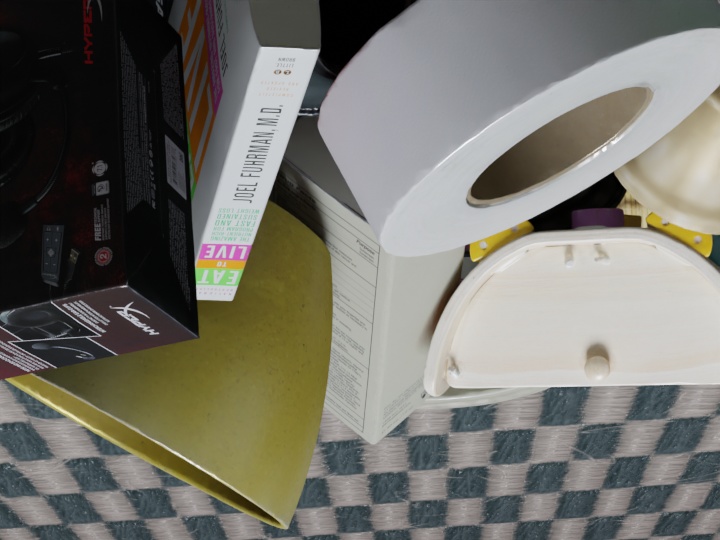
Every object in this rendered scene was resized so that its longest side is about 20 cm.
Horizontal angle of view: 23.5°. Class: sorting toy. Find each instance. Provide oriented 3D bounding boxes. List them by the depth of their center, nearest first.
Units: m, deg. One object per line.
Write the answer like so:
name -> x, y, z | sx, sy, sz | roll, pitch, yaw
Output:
sorting toy -> 0.151, 0.007, 1.049 | 0.199, 0.108, 0.180 | -2, -173, 16

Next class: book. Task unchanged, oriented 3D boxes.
book -> -0.055, -0.092, 0.788 | 0.048, 0.134, 0.200 | 2, 148, -15

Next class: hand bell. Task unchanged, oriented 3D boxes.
hand bell -> 0.211, -0.119, 0.890 | 0.104, 0.105, 0.200 | 4, 143, -18

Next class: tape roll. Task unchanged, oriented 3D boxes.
tape roll -> 0.082, -0.088, 0.844 | 0.202, 0.071, 0.203 | -27, 165, -8

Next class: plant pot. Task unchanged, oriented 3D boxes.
plant pot -> -0.093, 0.028, 0.931 | 0.199, 0.142, 0.200 | 27, 168, 7

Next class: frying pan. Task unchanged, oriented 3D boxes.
frying pan -> 0.104, -0.069, 1.041 | 0.114, 0.031, 0.190 | -13, 148, 2

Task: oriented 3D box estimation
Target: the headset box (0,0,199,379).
headset box -> -0.177, -0.030, 0.755 | 0.199, 0.150, 0.077 | -11, 157, 15

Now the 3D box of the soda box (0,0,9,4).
soda box -> -0.219, -0.129, 0.796 | 0.199, 0.069, 0.064 | -9, 157, 12

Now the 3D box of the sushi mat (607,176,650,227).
sushi mat -> 0.219, -0.032, 1.179 | 0.095, 0.012, 0.200 | -5, 158, 8

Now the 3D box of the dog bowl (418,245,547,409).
dog bowl -> 0.062, 0.036, 1.243 | 0.199, 0.074, 0.200 | -3, 159, -1

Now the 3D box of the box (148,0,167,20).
box -> -0.189, -0.064, 0.841 | 0.199, 0.160, 0.046 | -12, 159, 17

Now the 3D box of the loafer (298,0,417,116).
loafer -> -0.011, -0.122, 0.843 | 0.068, 0.071, 0.201 | 5, 157, -14

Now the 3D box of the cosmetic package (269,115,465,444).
cosmetic package -> 0.000, 0.000, 1.017 | 0.073, 0.103, 0.200 | -38, 154, -29
